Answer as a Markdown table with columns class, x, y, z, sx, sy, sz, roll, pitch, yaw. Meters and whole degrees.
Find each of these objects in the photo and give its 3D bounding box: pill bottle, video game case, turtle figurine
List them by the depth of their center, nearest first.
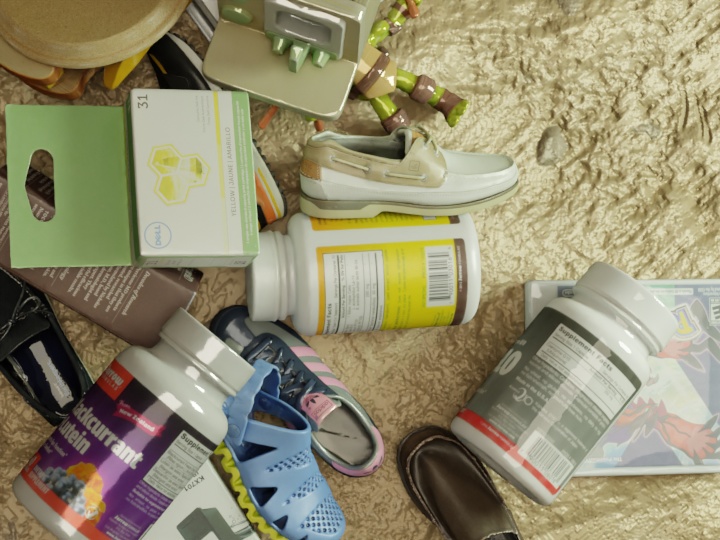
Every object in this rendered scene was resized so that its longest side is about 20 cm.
| class | x | y | z | sx | sy | sz | roll | pitch | yaw |
| --- | --- | --- | --- | --- | --- | --- | --- | --- | --- |
| pill bottle | -0.179 | 0.132 | 1.320 | 0.111 | 0.111 | 0.200 | 40 | 84 | -6 |
| pill bottle | 0.000 | 0.000 | 1.437 | 0.199 | 0.109 | 0.110 | -3 | 89 | -9 |
| pill bottle | 0.183 | 0.097 | 1.441 | 0.114 | 0.114 | 0.200 | 41 | 83 | -6 |
| turtle figurine | 0.008 | -0.166 | 1.465 | 0.161 | 0.064 | 0.200 | 41 | 75 | -13 |
| video game case | 0.252 | 0.100 | 1.519 | 0.199 | 0.023 | 0.183 | -1 | 89 | -9 |

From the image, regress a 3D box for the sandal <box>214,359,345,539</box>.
| class | x | y | z | sx | sy | sz | roll | pitch | yaw |
| --- | --- | --- | --- | --- | --- | --- | --- | --- | --- |
| sandal | -0.074 | 0.154 | 1.398 | 0.087 | 0.080 | 0.200 | -30 | 102 | 32 |

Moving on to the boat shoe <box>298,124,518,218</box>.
| class | x | y | z | sx | sy | sz | roll | pitch | yaw |
| --- | --- | --- | --- | --- | --- | --- | --- | --- | --- |
| boat shoe | 0.046 | -0.090 | 1.420 | 0.199 | 0.075 | 0.069 | -6 | 114 | -15 |

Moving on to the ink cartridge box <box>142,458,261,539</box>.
| class | x | y | z | sx | sy | sz | roll | pitch | yaw |
| --- | --- | --- | --- | --- | --- | --- | --- | --- | --- |
| ink cartridge box | -0.167 | 0.242 | 1.418 | 0.146 | 0.083 | 0.200 | -34 | 94 | -8 |

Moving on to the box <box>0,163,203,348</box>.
| class | x | y | z | sx | sy | sz | roll | pitch | yaw |
| --- | --- | --- | --- | --- | --- | --- | --- | --- | --- |
| box | -0.238 | -0.012 | 1.398 | 0.200 | 0.100 | 0.075 | 33 | 97 | -8 |

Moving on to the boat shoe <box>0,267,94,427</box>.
| class | x | y | z | sx | sy | sz | roll | pitch | yaw |
| --- | --- | --- | --- | --- | --- | --- | --- | --- | --- |
| boat shoe | -0.297 | 0.052 | 1.413 | 0.074 | 0.062 | 0.200 | -35 | 93 | -6 |

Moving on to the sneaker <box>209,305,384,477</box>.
| class | x | y | z | sx | sy | sz | roll | pitch | yaw |
| --- | --- | --- | --- | --- | --- | --- | --- | --- | --- |
| sneaker | -0.051 | 0.104 | 1.440 | 0.200 | 0.082 | 0.070 | 42 | 83 | -6 |

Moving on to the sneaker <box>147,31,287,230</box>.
| class | x | y | z | sx | sy | sz | roll | pitch | yaw |
| --- | --- | --- | --- | --- | --- | --- | --- | --- | --- |
| sneaker | -0.148 | -0.114 | 1.435 | 0.090 | 0.070 | 0.201 | -33 | 96 | -11 |

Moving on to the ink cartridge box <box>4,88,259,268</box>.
| class | x | y | z | sx | sy | sz | roll | pitch | yaw |
| --- | --- | --- | --- | --- | --- | --- | --- | --- | --- |
| ink cartridge box | -0.188 | -0.076 | 1.345 | 0.199 | 0.048 | 0.146 | 0 | 76 | -19 |

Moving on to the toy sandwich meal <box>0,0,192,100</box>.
| class | x | y | z | sx | sy | sz | roll | pitch | yaw |
| --- | --- | --- | --- | --- | --- | --- | --- | --- | --- |
| toy sandwich meal | -0.236 | -0.239 | 1.414 | 0.204 | 0.070 | 0.206 | -2 | 64 | 4 |

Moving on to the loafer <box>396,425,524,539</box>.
| class | x | y | z | sx | sy | sz | roll | pitch | yaw |
| --- | --- | --- | --- | --- | --- | --- | --- | --- | --- |
| loafer | 0.108 | 0.225 | 1.468 | 0.073 | 0.071 | 0.200 | -38 | 94 | -8 |

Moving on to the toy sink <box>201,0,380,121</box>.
| class | x | y | z | sx | sy | sz | roll | pitch | yaw |
| --- | --- | --- | --- | --- | --- | --- | --- | --- | --- |
| toy sink | -0.047 | -0.249 | 1.368 | 0.130 | 0.112 | 0.201 | 19 | 78 | 2 |

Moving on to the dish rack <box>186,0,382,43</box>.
| class | x | y | z | sx | sy | sz | roll | pitch | yaw |
| --- | --- | --- | --- | --- | --- | --- | --- | --- | --- |
| dish rack | -0.070 | -0.286 | 1.466 | 0.200 | 0.044 | 0.172 | -37 | 95 | -7 |
